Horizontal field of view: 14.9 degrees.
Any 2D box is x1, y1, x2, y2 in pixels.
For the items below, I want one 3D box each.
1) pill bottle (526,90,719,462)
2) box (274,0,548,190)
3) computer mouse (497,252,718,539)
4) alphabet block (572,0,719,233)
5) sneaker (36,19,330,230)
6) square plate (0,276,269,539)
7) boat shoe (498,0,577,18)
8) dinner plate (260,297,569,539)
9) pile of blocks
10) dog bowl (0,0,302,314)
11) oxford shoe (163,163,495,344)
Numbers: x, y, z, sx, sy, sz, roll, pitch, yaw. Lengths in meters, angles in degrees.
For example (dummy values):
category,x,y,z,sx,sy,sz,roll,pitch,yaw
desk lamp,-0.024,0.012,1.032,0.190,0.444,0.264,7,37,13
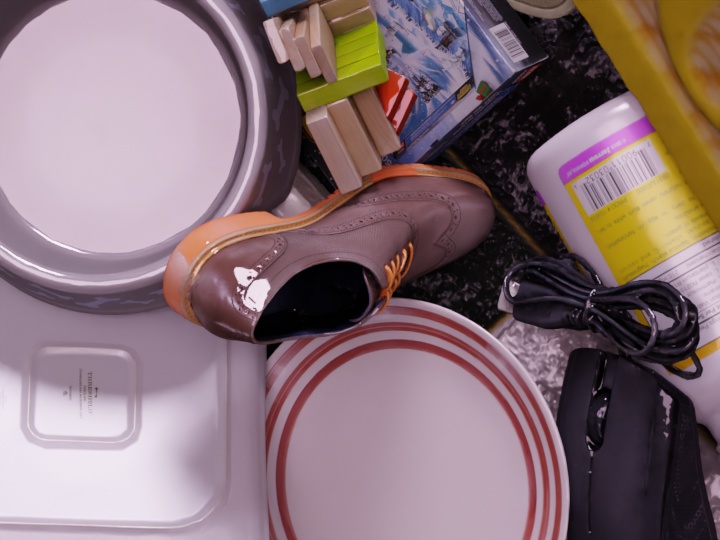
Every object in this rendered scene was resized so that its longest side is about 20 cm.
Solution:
category,x,y,z,sx,sy,sz,roll,pitch,yaw
pill bottle,0.174,0.006,1.407,0.104,0.104,0.200,-29,84,6
box,-0.010,-0.148,1.440,0.137,0.040,0.200,-40,82,37
computer mouse,0.127,0.096,1.392,0.053,0.138,0.201,-26,113,-29
alphabet block,0.250,-0.144,1.323,0.200,0.195,0.197,-29,81,-27
sneaker,-0.101,-0.039,1.464,0.200,0.077,0.111,41,101,-1
square plate,-0.145,0.072,1.421,0.197,0.028,0.201,3,59,-7
boat shoe,0.050,-0.194,1.450,0.200,0.068,0.075,32,128,23
dinner plate,0.022,0.114,1.440,0.200,0.024,0.201,3,96,28
pile of blocks,-0.017,-0.143,1.371,0.062,0.082,0.201,-21,97,10
dog bowl,-0.130,-0.076,1.398,0.199,0.059,0.201,0,91,5
oxford shoe,0.000,0.000,1.387,0.073,0.200,0.072,35,132,40
